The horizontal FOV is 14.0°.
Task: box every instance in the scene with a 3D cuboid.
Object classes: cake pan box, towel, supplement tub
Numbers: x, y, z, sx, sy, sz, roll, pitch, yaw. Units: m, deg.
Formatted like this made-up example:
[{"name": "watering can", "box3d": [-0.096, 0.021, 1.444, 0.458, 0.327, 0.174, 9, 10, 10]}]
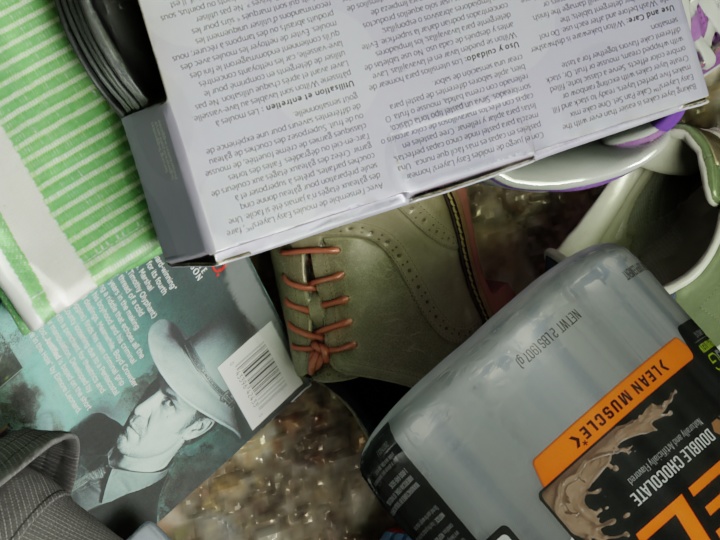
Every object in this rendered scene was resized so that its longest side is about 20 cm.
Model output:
[{"name": "cake pan box", "box3d": [-0.001, -0.112, 0.947, 0.200, 0.052, 0.185, -20, 93, -23]}, {"name": "towel", "box3d": [-0.065, -0.092, 0.958, 0.200, 0.023, 0.153, -35, 104, -19]}, {"name": "supplement tub", "box3d": [0.105, 0.100, 0.990, 0.122, 0.123, 0.200, -39, 83, -14]}]

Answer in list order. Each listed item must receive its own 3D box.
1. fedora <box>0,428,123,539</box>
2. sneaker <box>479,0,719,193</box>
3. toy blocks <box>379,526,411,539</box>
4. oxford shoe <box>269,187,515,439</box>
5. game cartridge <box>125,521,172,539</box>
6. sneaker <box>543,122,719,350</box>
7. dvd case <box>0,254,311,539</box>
[{"name": "fedora", "box3d": [-0.120, 0.148, 0.927, 0.200, 0.090, 0.177, -53, 171, -44]}, {"name": "sneaker", "box3d": [0.110, -0.080, 1.076, 0.200, 0.114, 0.073, -31, 115, -20]}, {"name": "toy blocks", "box3d": [0.038, 0.188, 1.129, 0.200, 0.100, 0.137, 37, 71, -23]}, {"name": "oxford shoe", "box3d": [0.000, 0.000, 1.044, 0.200, 0.070, 0.075, 55, 54, -32]}, {"name": "game cartridge", "box3d": [-0.100, 0.204, 1.031, 0.200, 0.041, 0.133, -44, 83, -2]}, {"name": "sneaker", "box3d": [0.141, -0.023, 1.112, 0.200, 0.067, 0.090, -40, 133, -26]}, {"name": "dvd case", "box3d": [-0.114, 0.059, 1.014, 0.200, 0.022, 0.146, -41, 141, -12]}]
